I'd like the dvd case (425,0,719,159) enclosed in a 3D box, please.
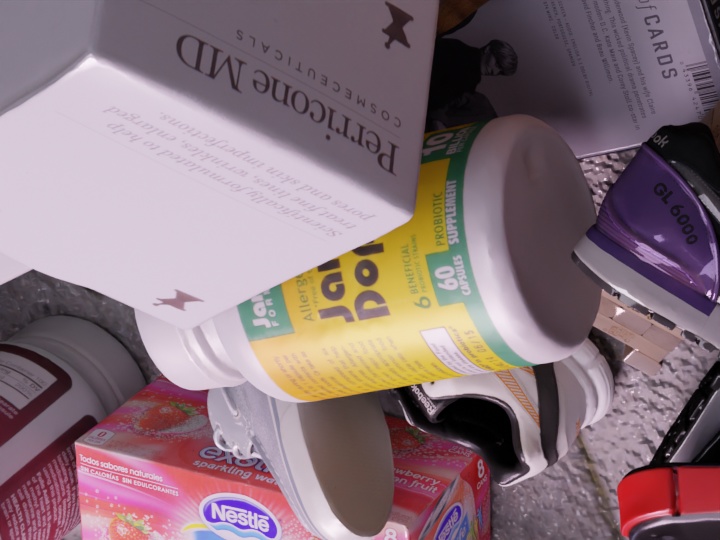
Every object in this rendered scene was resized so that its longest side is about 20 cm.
[{"bbox_3d":[0.072,-0.121,1.198,0.200,0.025,0.151,-10,108,33],"label":"dvd case"}]

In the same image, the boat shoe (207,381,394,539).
[{"bbox_3d":[-0.042,0.059,1.281,0.071,0.070,0.201,-38,55,29],"label":"boat shoe"}]

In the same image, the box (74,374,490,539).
[{"bbox_3d":[-0.040,0.129,1.343,0.200,0.103,0.095,12,118,26],"label":"box"}]

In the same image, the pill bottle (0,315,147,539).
[{"bbox_3d":[-0.204,0.108,1.363,0.114,0.200,0.114,13,120,24],"label":"pill bottle"}]

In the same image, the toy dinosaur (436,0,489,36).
[{"bbox_3d":[0.091,-0.152,1.135,0.200,0.060,0.106,-14,117,21],"label":"toy dinosaur"}]

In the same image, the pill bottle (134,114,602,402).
[{"bbox_3d":[0.000,0.000,1.169,0.200,0.113,0.113,-10,109,29],"label":"pill bottle"}]

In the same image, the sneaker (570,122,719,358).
[{"bbox_3d":[0.196,0.010,1.082,0.200,0.076,0.088,30,101,-8],"label":"sneaker"}]

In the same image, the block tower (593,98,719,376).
[{"bbox_3d":[0.167,-0.035,1.148,0.058,0.054,0.200,29,134,-11],"label":"block tower"}]

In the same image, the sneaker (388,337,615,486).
[{"bbox_3d":[0.029,0.026,1.250,0.200,0.080,0.074,35,142,7],"label":"sneaker"}]

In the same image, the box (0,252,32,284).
[{"bbox_3d":[-0.223,-0.093,1.289,0.199,0.171,0.200,-22,102,36],"label":"box"}]

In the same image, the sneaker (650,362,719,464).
[{"bbox_3d":[0.199,0.075,1.188,0.088,0.076,0.200,33,126,4],"label":"sneaker"}]

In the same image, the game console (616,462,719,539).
[{"bbox_3d":[0.219,0.129,1.154,0.177,0.031,0.200,-6,154,19],"label":"game console"}]

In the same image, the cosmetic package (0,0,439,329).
[{"bbox_3d":[-0.078,-0.110,1.073,0.165,0.200,0.165,25,147,-31],"label":"cosmetic package"}]
